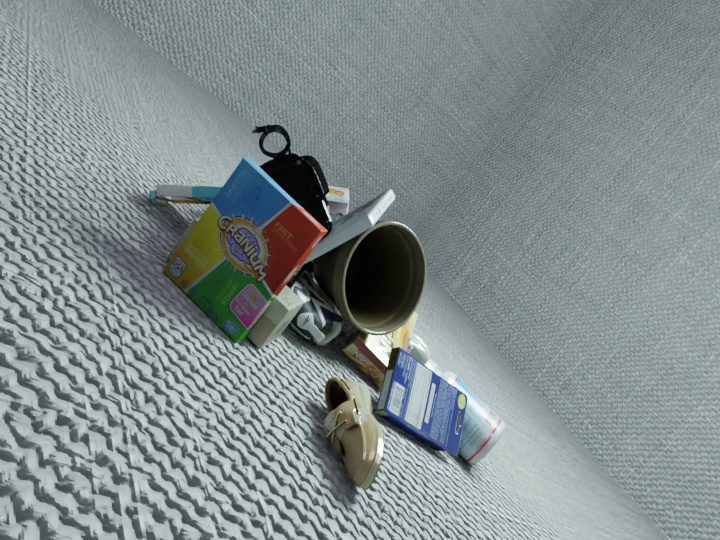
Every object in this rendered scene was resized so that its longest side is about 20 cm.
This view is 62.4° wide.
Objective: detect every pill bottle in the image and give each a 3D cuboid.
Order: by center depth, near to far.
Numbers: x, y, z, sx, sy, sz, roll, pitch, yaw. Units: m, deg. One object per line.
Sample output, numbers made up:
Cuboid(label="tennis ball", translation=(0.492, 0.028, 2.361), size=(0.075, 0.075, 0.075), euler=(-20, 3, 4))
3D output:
Cuboid(label="pill bottle", translation=(0.185, 0.279, 1.194), size=(0.200, 0.109, 0.108), euler=(44, 10, 12))

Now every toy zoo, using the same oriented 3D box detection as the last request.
Cuboid(label="toy zoo", translation=(-0.274, -0.131, 1.047), size=(0.192, 0.021, 0.131), euler=(2, 1, -2))

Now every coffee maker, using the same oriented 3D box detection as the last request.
Cuboid(label="coffee maker", translation=(-0.112, -0.145, 1.017), size=(0.129, 0.200, 0.200), euler=(2, 13, -3))

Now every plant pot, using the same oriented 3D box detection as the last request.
Cuboid(label="plant pot", translation=(0.000, 0.000, 1.127), size=(0.198, 0.205, 0.171), euler=(34, -10, -36))

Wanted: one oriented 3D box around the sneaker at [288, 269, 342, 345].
Cuboid(label="sneaker", translation=(-0.088, 0.077, 1.085), size=(0.131, 0.079, 0.199), euler=(50, -1, -5))

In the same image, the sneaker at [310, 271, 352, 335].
Cuboid(label="sneaker", translation=(-0.052, 0.095, 1.217), size=(0.199, 0.076, 0.116), euler=(39, 22, -3))

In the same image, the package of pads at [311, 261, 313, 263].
Cuboid(label="package of pads", translation=(-0.060, -0.063, 1.296), size=(0.199, 0.067, 0.157), euler=(41, 28, -29))

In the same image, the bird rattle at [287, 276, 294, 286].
Cuboid(label="bird rattle", translation=(-0.176, -0.041, 1.061), size=(0.163, 0.113, 0.200), euler=(45, 3, -5))

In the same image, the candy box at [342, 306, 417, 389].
Cuboid(label="candy box", translation=(0.044, 0.123, 1.198), size=(0.115, 0.055, 0.202), euler=(44, 36, -13))

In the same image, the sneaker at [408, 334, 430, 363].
Cuboid(label="sneaker", translation=(0.074, 0.168, 1.388), size=(0.197, 0.077, 0.092), euler=(35, 17, 3))

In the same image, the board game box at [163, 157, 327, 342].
Cuboid(label="board game box", translation=(-0.164, -0.028, 0.841), size=(0.152, 0.202, 0.040), euler=(40, 9, 5))

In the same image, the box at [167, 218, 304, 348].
Cuboid(label="box", translation=(-0.189, 0.016, 0.916), size=(0.199, 0.078, 0.095), euler=(43, 9, 6))

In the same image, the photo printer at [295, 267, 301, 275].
Cuboid(label="photo printer", translation=(-0.200, -0.066, 1.238), size=(0.199, 0.070, 0.167), euler=(42, 16, -2))

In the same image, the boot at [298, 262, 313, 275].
Cuboid(label="boot", translation=(-0.079, 0.025, 1.354), size=(0.161, 0.074, 0.198), euler=(39, 3, -29))

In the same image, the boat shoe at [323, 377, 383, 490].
Cuboid(label="boat shoe", translation=(-0.018, 0.211, 0.801), size=(0.068, 0.075, 0.201), euler=(25, 13, -16))

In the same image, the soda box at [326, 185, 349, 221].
Cuboid(label="soda box", translation=(-0.121, -0.131, 1.179), size=(0.192, 0.070, 0.064), euler=(7, 33, -3))

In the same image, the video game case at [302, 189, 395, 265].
Cuboid(label="video game case", translation=(-0.040, -0.070, 1.054), size=(0.024, 0.196, 0.182), euler=(58, 24, -11))

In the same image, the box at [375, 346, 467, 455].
Cuboid(label="box", translation=(0.116, 0.243, 1.083), size=(0.198, 0.124, 0.032), euler=(36, -34, -27))
